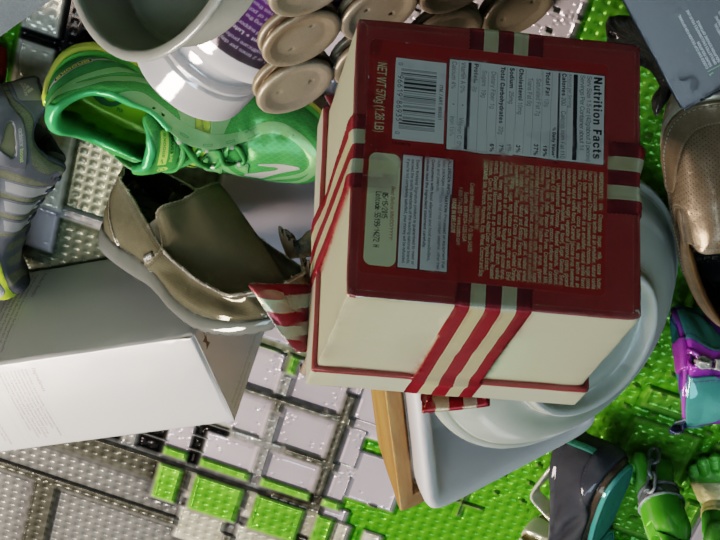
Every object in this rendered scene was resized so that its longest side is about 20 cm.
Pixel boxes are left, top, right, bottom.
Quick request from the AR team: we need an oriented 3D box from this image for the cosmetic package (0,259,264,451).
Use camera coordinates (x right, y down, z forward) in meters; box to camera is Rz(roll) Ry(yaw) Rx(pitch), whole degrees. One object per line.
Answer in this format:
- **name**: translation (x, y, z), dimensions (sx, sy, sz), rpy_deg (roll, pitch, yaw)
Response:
- **cosmetic package**: translation (-0.178, 0.054, 1.520), dimensions (0.199, 0.108, 0.085), rpy_deg (-7, 127, 21)

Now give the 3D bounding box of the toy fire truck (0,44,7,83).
- **toy fire truck**: translation (-0.353, -0.127, 1.427), dimensions (0.199, 0.113, 0.168), rpy_deg (-27, 139, 28)

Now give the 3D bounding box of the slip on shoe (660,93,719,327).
- **slip on shoe**: translation (0.222, -0.039, 1.336), dimensions (0.075, 0.061, 0.201), rpy_deg (-3, 145, 4)

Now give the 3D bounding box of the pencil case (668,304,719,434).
- **pencil case**: translation (0.301, 0.066, 1.418), dimensions (0.199, 0.092, 0.086), rpy_deg (0, 88, 12)

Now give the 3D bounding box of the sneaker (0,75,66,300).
- **sneaker**: translation (-0.236, -0.053, 1.468), dimensions (0.081, 0.074, 0.200), rpy_deg (-23, 150, -17)

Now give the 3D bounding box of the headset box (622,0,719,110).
- **headset box**: translation (0.206, -0.207, 1.160), dimensions (0.199, 0.093, 0.175), rpy_deg (-29, 102, 14)

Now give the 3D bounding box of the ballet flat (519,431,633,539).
- **ballet flat**: translation (0.152, 0.187, 1.578), dimensions (0.073, 0.073, 0.201), rpy_deg (10, 136, 6)

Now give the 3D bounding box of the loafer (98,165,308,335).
- **loafer**: translation (-0.107, -0.017, 1.421), dimensions (0.199, 0.075, 0.070), rpy_deg (26, 127, 40)

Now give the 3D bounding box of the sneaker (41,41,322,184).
- **sneaker**: translation (-0.112, -0.086, 1.403), dimensions (0.199, 0.084, 0.074), rpy_deg (13, 130, 3)

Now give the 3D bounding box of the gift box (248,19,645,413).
- **gift box**: translation (0.045, -0.033, 1.213), dimensions (0.199, 0.186, 0.187), rpy_deg (9, 160, -4)

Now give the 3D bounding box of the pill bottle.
- **pill bottle**: translation (-0.051, -0.182, 1.291), dimensions (0.111, 0.112, 0.200), rpy_deg (34, 128, -14)

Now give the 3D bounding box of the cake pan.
- **cake pan**: translation (-0.104, -0.217, 1.242), dimensions (0.037, 0.201, 0.200), rpy_deg (5, 142, -39)

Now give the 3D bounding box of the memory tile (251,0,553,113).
- **memory tile**: translation (0.031, -0.162, 1.256), dimensions (0.199, 0.017, 0.154), rpy_deg (-20, 156, -15)

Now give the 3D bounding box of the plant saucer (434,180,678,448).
- **plant saucer**: translation (0.132, 0.035, 1.369), dimensions (0.199, 0.050, 0.201), rpy_deg (-18, 127, -26)

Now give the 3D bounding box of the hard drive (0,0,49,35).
- **hard drive**: translation (-0.270, -0.229, 1.316), dimensions (0.139, 0.033, 0.200), rpy_deg (-36, 119, -5)

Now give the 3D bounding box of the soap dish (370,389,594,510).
- **soap dish**: translation (0.074, 0.045, 1.425), dimensions (0.157, 0.081, 0.201), rpy_deg (-25, 132, -21)

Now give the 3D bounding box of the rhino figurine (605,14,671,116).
- **rhino figurine**: translation (0.225, -0.147, 1.284), dimensions (0.199, 0.060, 0.088), rpy_deg (-20, 118, 29)

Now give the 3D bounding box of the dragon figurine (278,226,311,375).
- **dragon figurine**: translation (0.000, 0.000, 1.446), dimensions (0.099, 0.059, 0.201), rpy_deg (-21, 137, -20)

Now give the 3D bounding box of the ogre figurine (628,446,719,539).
- **ogre figurine**: translation (0.274, 0.213, 1.526), dimensions (0.098, 0.120, 0.200), rpy_deg (-30, 117, 32)
